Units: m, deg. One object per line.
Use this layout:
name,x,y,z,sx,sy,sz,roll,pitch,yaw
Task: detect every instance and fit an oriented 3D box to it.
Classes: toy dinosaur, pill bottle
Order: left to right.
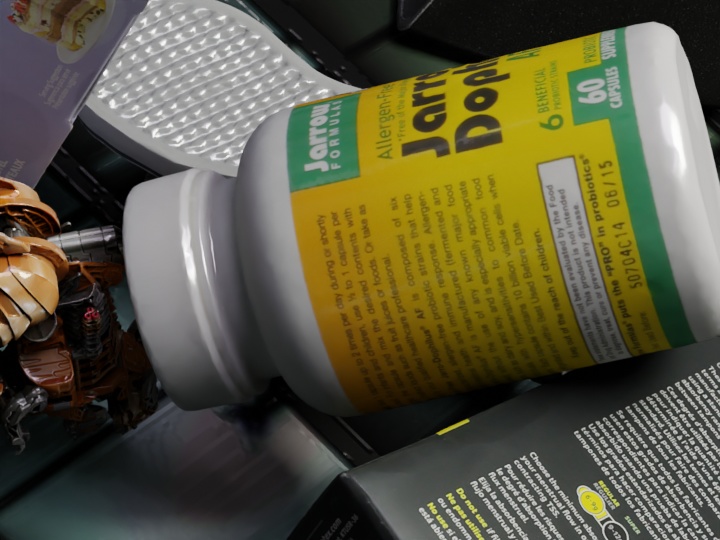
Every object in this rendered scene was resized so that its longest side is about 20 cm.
toy dinosaur,-0.146,0.004,0.960,0.102,0.135,0.200,-97,162,-57
pill bottle,0.024,-0.012,0.944,0.199,0.113,0.113,-13,47,12

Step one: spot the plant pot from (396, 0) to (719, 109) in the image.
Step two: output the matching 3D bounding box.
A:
plant pot,0.148,-0.196,1.296,0.177,0.200,0.201,28,41,-21

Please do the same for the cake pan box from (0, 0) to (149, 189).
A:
cake pan box,-0.133,-0.108,1.031,0.052,0.200,0.185,22,43,-18

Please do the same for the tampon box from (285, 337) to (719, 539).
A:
tampon box,0.069,0.126,0.969,0.199,0.150,0.126,-21,66,-41

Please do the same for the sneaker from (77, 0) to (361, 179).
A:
sneaker,-0.030,-0.041,1.059,0.199,0.080,0.079,24,64,13

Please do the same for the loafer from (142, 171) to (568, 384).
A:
loafer,0.000,0.000,1.119,0.199,0.072,0.063,31,60,8
